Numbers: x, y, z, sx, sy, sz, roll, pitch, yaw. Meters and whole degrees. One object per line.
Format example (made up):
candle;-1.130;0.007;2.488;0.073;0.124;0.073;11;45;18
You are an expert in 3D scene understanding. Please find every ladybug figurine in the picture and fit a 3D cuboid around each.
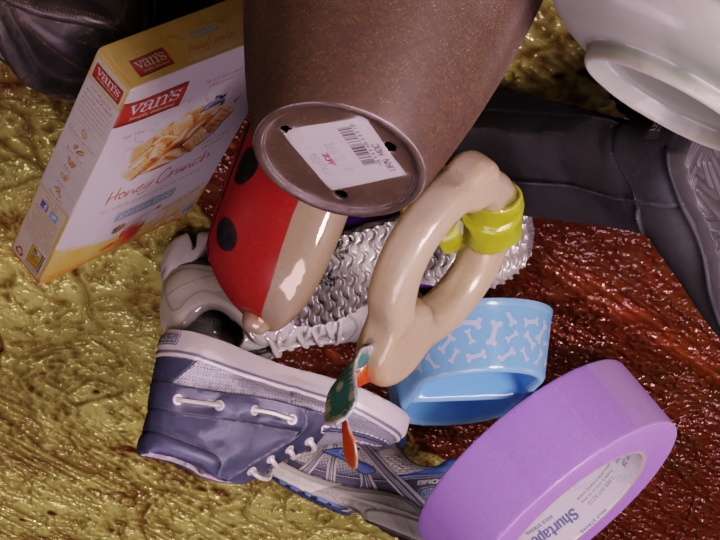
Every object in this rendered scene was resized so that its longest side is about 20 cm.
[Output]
ladybug figurine;-0.043;-0.058;1.082;0.071;0.202;0.136;22;159;-10

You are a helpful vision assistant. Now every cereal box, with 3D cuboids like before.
cereal box;-0.132;-0.084;1.113;0.040;0.143;0.200;50;139;13

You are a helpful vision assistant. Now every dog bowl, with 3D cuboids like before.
dog bowl;0.075;0.070;1.264;0.110;0.050;0.200;-2;164;-9

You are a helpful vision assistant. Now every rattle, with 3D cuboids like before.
rattle;0.000;0.000;1.095;0.142;0.201;0.130;35;180;10

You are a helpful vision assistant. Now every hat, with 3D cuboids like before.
hat;-0.184;-0.159;1.071;0.198;0.081;0.202;5;140;4

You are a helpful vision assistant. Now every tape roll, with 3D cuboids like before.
tape roll;0.140;0.158;1.314;0.199;0.066;0.201;-31;154;-17

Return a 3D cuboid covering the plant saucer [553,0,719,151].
plant saucer;0.173;-0.105;0.916;0.199;0.051;0.200;29;178;1

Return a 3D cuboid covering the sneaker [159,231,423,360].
sneaker;-0.051;0.032;1.276;0.198;0.082;0.076;7;138;-2

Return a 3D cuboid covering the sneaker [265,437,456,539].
sneaker;-0.003;0.156;1.426;0.198;0.086;0.077;20;169;16

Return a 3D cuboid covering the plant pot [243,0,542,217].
plant pot;0.010;-0.137;0.954;0.185;0.202;0.188;10;146;7

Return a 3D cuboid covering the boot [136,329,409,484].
boot;-0.062;0.115;1.245;0.198;0.091;0.073;20;163;-21

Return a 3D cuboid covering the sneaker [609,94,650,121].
sneaker;0.198;-0.104;1.095;0.090;0.076;0.201;7;133;14

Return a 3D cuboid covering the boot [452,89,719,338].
boot;0.156;-0.034;1.104;0.199;0.066;0.166;9;131;45

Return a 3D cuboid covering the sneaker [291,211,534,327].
sneaker;0.019;-0.023;1.209;0.198;0.099;0.070;-11;111;-20
